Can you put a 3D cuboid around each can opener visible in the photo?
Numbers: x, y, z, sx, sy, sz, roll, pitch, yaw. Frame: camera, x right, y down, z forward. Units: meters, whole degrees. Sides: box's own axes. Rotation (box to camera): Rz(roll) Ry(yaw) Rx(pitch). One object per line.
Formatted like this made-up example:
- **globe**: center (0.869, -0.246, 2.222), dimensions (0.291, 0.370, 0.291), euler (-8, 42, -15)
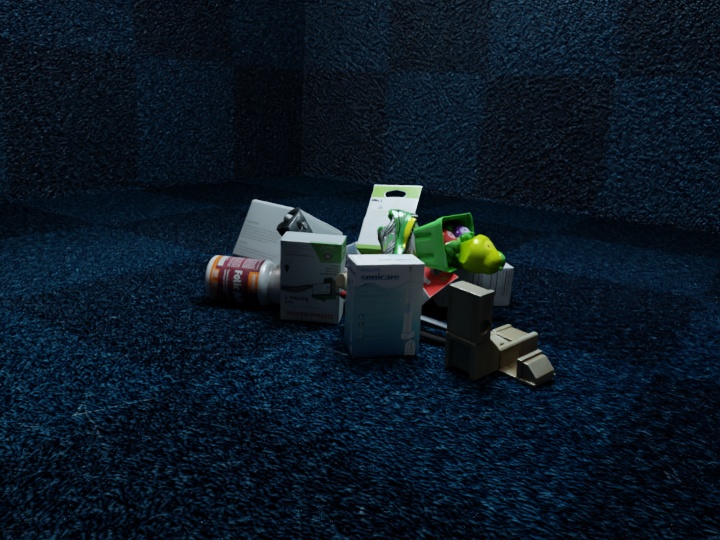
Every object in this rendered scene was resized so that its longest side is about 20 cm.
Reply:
- **can opener**: center (0.115, 0.118, 1.384), dimensions (0.199, 0.064, 0.079), euler (10, 16, 25)

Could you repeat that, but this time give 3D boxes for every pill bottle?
- **pill bottle**: center (-0.275, 0.027, 1.545), dimensions (0.199, 0.115, 0.114), euler (6, 15, 10)

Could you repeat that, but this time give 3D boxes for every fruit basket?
- **fruit basket**: center (0.259, -0.063, 1.543), dimensions (0.215, 0.156, 0.216), euler (-7, 5, 1)

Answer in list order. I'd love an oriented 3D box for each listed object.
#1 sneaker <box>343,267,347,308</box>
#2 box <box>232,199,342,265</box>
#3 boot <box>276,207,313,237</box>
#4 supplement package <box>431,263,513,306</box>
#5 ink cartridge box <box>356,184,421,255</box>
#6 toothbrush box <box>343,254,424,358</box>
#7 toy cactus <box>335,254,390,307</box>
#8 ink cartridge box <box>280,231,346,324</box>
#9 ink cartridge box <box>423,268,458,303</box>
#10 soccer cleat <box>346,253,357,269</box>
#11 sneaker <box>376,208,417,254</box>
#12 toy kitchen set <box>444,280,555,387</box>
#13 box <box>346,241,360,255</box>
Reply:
- **sneaker**: center (-0.041, 0.042, 1.595), dimensions (0.074, 0.089, 0.200), euler (-6, 19, -37)
- **box**: center (-0.201, -0.075, 1.715), dimensions (0.199, 0.172, 0.200), euler (16, -5, 40)
- **boot**: center (-0.123, -0.074, 1.569), dimensions (0.066, 0.200, 0.165), euler (-26, 26, 23)
- **supplement package**: center (0.294, 0.028, 1.664), dimensions (0.199, 0.110, 0.114), euler (0, 16, -12)
- **ink cartridge box**: center (0.090, -0.127, 1.668), dimensions (0.147, 0.201, 0.076), euler (5, -24, 26)
- **toothbrush box**: center (0.046, 0.071, 1.282), dimensions (0.146, 0.201, 0.085), euler (-2, 16, -15)
- **toy cactus**: center (0.014, 0.024, 1.364), dimensions (0.200, 0.103, 0.165), euler (-28, -27, 36)
- **ink cartridge box**: center (-0.112, 0.018, 1.453), dimensions (0.145, 0.201, 0.084), euler (4, 18, 4)
- **ink cartridge box**: center (0.133, 0.030, 1.568), dimensions (0.176, 0.045, 0.200), euler (-40, 21, -1)
- **soccer cleat**: center (0.000, 0.000, 1.642), dimensions (0.068, 0.073, 0.200), euler (-34, 25, -35)
- **sneaker**: center (0.072, -0.061, 1.543), dimensions (0.085, 0.201, 0.078), euler (20, -18, 5)
- **toy kitchen set**: center (0.295, 0.114, 1.211), dimensions (0.200, 0.181, 0.163), euler (-14, 23, -37)
- **box**: center (0.046, -0.030, 1.782), dimensions (0.199, 0.102, 0.112), euler (-8, -7, -34)
